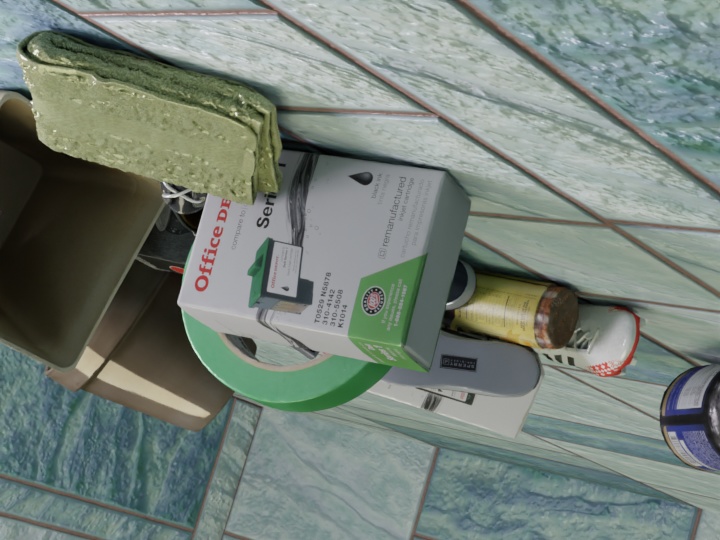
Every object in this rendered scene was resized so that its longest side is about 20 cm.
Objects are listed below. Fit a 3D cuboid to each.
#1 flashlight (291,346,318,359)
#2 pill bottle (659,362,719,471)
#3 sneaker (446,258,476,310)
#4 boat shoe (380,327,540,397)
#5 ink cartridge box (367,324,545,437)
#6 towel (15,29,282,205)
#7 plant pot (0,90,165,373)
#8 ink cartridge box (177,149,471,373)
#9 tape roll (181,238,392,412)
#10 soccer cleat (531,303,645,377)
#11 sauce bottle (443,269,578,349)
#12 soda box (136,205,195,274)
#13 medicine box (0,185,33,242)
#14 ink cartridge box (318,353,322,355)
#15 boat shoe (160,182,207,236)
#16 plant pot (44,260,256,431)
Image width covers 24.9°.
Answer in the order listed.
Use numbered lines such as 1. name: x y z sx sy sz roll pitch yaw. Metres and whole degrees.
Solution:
1. flashlight: -0.114 0.008 1.705 0.200 0.068 0.068 33 -163 -17
2. pill bottle: 0.381 0.145 1.619 0.112 0.112 0.200 18 171 -8
3. sneaker: 0.000 0.000 1.549 0.199 0.070 0.108 -1 167 26
4. boat shoe: 0.073 0.086 1.567 0.199 0.069 0.057 13 174 2
5. ink cartridge box: 0.079 0.080 1.695 0.199 0.085 0.146 17 -157 -11
6. towel: -0.155 -0.113 1.224 0.199 0.037 0.148 14 154 3
7. plant pot: -0.339 -0.052 1.519 0.200 0.200 0.177 32 174 -41
8. ink cartridge box: -0.029 -0.013 1.294 0.199 0.147 0.084 9 167 22
9. tape roll: -0.051 0.016 1.368 0.200 0.201 0.048 13 170 23
10. soccer cleat: 0.208 0.063 1.595 0.085 0.069 0.200 15 176 -16
11. sauce bottle: 0.112 0.030 1.584 0.200 0.066 0.066 12 169 36
12. soda box: -0.128 -0.025 1.545 0.199 0.071 0.063 12 170 31
13. medicine box: -0.383 -0.077 1.716 0.200 0.103 0.182 23 169 -36
14. ink cartridge box: -0.014 0.066 1.979 0.164 0.075 0.200 13 171 15
15. boat shoe: -0.138 -0.081 1.372 0.072 0.068 0.200 16 166 7
16. plant pot: -0.214 0.079 1.757 0.173 0.200 0.200 37 166 -12
